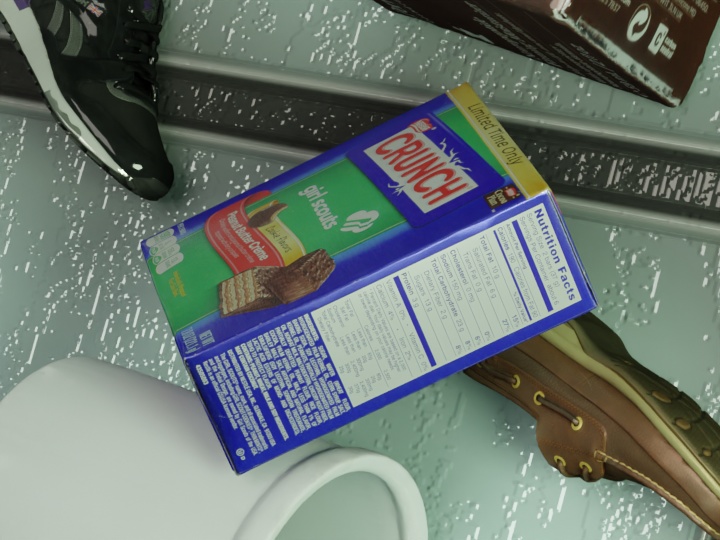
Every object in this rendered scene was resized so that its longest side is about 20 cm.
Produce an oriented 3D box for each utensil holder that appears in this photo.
[{"bbox_3d":[-0.092,0.148,1.347,0.199,0.170,0.171,18,86,34],"label":"utensil holder"}]

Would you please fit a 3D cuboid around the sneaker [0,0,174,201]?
[{"bbox_3d":[-0.150,-0.135,1.509,0.087,0.076,0.200,-38,62,8],"label":"sneaker"}]

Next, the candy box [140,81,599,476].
[{"bbox_3d":[0.000,0.000,1.307,0.199,0.077,0.169,-25,24,-3],"label":"candy box"}]

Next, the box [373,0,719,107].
[{"bbox_3d":[0.088,-0.207,1.340,0.199,0.166,0.165,22,89,32],"label":"box"}]

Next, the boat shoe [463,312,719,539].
[{"bbox_3d":[0.127,0.079,1.302,0.200,0.072,0.068,43,104,37],"label":"boat shoe"}]
